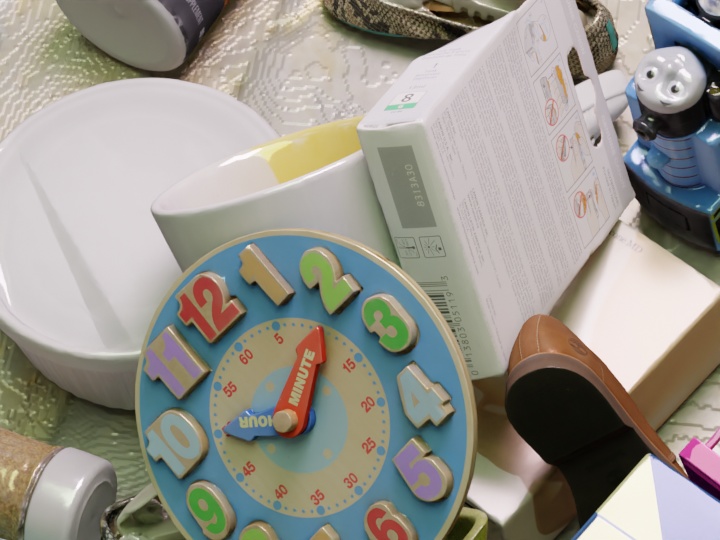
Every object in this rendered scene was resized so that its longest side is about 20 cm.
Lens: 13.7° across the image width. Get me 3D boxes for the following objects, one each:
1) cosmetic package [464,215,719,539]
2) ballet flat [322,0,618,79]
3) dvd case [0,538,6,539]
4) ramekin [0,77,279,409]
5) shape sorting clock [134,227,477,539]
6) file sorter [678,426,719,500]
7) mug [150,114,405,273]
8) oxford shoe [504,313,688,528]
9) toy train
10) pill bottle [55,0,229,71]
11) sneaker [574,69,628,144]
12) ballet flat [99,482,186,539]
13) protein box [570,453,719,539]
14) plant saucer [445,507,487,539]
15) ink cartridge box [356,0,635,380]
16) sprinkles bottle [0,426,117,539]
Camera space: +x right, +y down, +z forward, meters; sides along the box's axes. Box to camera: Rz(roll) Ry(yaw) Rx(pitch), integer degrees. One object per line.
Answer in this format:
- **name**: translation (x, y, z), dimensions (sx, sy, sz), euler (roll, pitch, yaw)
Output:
- **cosmetic package**: translation (0.112, 0.069, 1.728), dimensions (0.105, 0.071, 0.200), euler (34, 67, 26)
- **ballet flat**: translation (0.068, -0.175, 1.889), dimensions (0.199, 0.075, 0.068), euler (17, 62, 17)
- **dvd case**: translation (-0.230, 0.242, 1.661), dimensions (0.146, 0.022, 0.201), euler (12, 69, 20)
- **ramekin**: translation (-0.131, -0.009, 1.793), dimensions (0.202, 0.094, 0.203), euler (-3, 57, 4)
- **shape sorting clock**: translation (-0.032, 0.077, 1.575), dimensions (0.199, 0.039, 0.201), euler (4, 97, 29)
- **file sorter**: translation (0.273, 0.124, 1.584), dimensions (0.139, 0.200, 0.125), euler (38, 81, 26)
- **mug**: translation (-0.004, 0.003, 1.663), dimensions (0.186, 0.149, 0.154), euler (-20, 101, -4)
- **oxford shoe**: translation (0.142, 0.102, 1.645), dimensions (0.071, 0.200, 0.071), euler (-22, 33, 16)
- **toy train**: translation (0.206, -0.096, 1.754), dimensions (0.087, 0.200, 0.114), euler (32, 77, 23)
- **pill bottle**: translation (-0.105, -0.233, 1.927), dimensions (0.106, 0.106, 0.200), euler (24, 63, 20)
- **sneaker**: translation (0.098, -0.044, 1.819), dimensions (0.200, 0.073, 0.085), euler (-36, 91, -23)
- **ballet flat**: translation (-0.068, 0.133, 1.655), dimensions (0.200, 0.072, 0.072), euler (-17, 50, 35)
- **protein box**: translation (0.185, 0.238, 1.533), dimensions (0.198, 0.200, 0.135), euler (34, 67, 25)
- **plant saucer**: translation (-0.036, 0.209, 1.622), dimensions (0.199, 0.048, 0.200), euler (2, 46, 53)
- **ink cartridge box**: translation (0.078, -0.058, 1.663), dimensions (0.050, 0.161, 0.200), euler (-4, 29, 29)
- **sprinkles bottle**: translation (-0.242, 0.113, 1.742), dimensions (0.199, 0.068, 0.068), euler (17, 61, 17)
